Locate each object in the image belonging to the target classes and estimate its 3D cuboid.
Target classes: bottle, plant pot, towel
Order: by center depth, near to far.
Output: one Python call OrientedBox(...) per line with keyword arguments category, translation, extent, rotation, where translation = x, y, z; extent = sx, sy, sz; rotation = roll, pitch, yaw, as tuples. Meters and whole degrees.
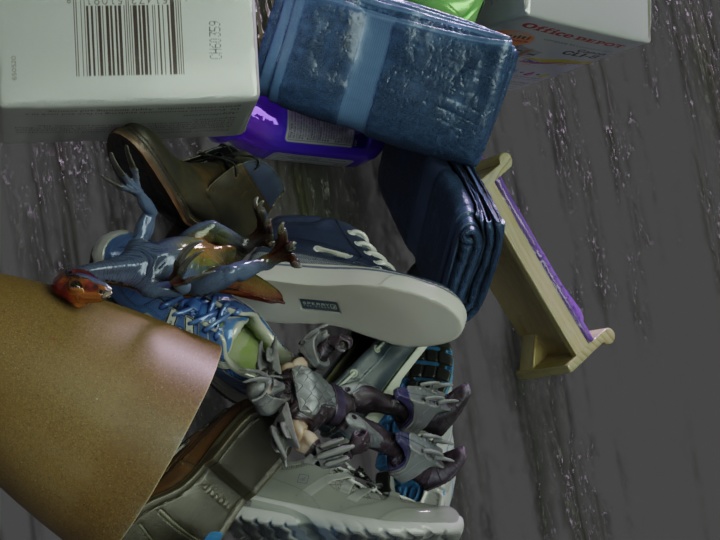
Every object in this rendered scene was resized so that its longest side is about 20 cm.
OrientedBox(category="plant pot", translation=(-0.234, 0.086, 1.446), extent=(0.199, 0.186, 0.187), rotation=(32, 65, -9))
OrientedBox(category="towel", translation=(0.019, -0.163, 1.568), extent=(0.199, 0.049, 0.112), rotation=(18, 95, 2))
OrientedBox(category="towel", translation=(0.068, -0.054, 1.640), extent=(0.048, 0.112, 0.200), rotation=(0, 38, -20))
OrientedBox(category="bottle", translation=(-0.073, -0.135, 1.643), extent=(0.199, 0.065, 0.084), rotation=(3, 74, -33))

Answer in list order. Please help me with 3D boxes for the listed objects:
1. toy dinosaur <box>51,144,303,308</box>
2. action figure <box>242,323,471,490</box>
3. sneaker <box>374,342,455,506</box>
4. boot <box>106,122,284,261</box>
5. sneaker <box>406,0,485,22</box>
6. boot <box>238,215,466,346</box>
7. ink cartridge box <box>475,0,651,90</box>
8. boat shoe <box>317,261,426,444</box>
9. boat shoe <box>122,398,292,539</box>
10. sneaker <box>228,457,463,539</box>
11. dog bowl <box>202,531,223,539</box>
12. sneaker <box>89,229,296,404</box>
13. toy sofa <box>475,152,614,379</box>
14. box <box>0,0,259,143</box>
OrientedBox(category="toy dinosaur", translation=(-0.138, 0.008, 1.460), extent=(0.181, 0.105, 0.201), rotation=(-22, 135, -15))
OrientedBox(category="action figure", translation=(-0.008, 0.108, 1.530), extent=(0.199, 0.069, 0.131), rotation=(18, 51, -31))
OrientedBox(category="sneaker", translation=(0.049, 0.144, 1.683), extent=(0.087, 0.075, 0.201), rotation=(59, 32, -59))
OrientedBox(category="boot", translation=(-0.128, -0.079, 1.547), extent=(0.097, 0.075, 0.200), rotation=(-52, 147, -15))
OrientedBox(category="sneaker", translation=(0.046, -0.256, 1.678), extent=(0.084, 0.200, 0.077), rotation=(-48, 136, -8))
OrientedBox(category="boot", translation=(0.000, 0.000, 1.596), extent=(0.073, 0.199, 0.091), rotation=(81, 26, -45))
OrientedBox(category="ink cartridge box", translation=(0.141, -0.257, 1.727), extent=(0.145, 0.200, 0.146), rotation=(7, 77, -32))
OrientedBox(category="boat shoe", translation=(0.014, 0.059, 1.642), extent=(0.062, 0.075, 0.200), rotation=(41, 63, -16))
OrientedBox(category="boat shoe", translation=(-0.137, 0.182, 1.544), extent=(0.200, 0.068, 0.072), rotation=(-40, 112, -11))
OrientedBox(category="sneaker", translation=(-0.013, 0.182, 1.578), extent=(0.199, 0.075, 0.082), rotation=(9, 64, 2))
OrientedBox(category="dog bowl", translation=(-0.091, 0.269, 1.507), extent=(0.112, 0.049, 0.200), rotation=(66, 12, 22))
OrientedBox(category="sneaker", translation=(-0.129, 0.031, 1.569), extent=(0.200, 0.077, 0.076), rotation=(37, 65, -21))
OrientedBox(category="toy sofa", translation=(0.148, -0.009, 1.758), extent=(0.097, 0.083, 0.201), rotation=(-38, 103, -31))
OrientedBox(category="box", translation=(-0.185, -0.208, 1.505), extent=(0.198, 0.131, 0.201), rotation=(-3, 82, -11))
